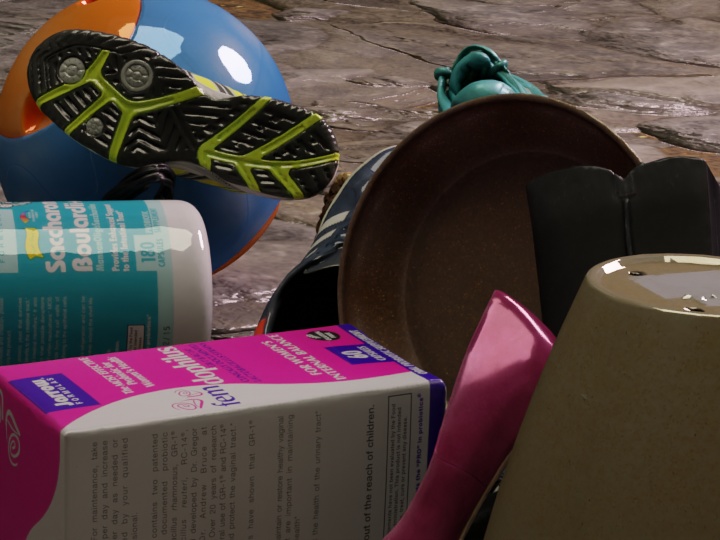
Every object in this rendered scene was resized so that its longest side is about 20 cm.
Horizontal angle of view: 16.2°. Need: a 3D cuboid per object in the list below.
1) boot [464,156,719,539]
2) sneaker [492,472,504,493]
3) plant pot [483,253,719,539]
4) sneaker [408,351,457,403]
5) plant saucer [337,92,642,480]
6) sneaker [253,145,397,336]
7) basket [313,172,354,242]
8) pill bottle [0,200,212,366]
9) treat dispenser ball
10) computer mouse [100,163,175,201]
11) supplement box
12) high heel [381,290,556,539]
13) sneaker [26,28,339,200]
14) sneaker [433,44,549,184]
[{"bbox_3d":[0.094,0.050,1.194,0.164,0.201,0.066,-2,-9,2],"label":"boot"},{"bbox_3d":[0.162,0.108,1.237,0.199,0.086,0.077,4,15,3],"label":"sneaker"},{"bbox_3d":[0.131,0.101,1.041,0.186,0.201,0.187,2,15,-1],"label":"plant pot"},{"bbox_3d":[0.097,0.035,1.411,0.114,0.075,0.200,23,60,32],"label":"sneaker"},{"bbox_3d":[0.081,0.010,1.323,0.199,0.202,0.037,13,1,32],"label":"plant saucer"},{"bbox_3d":[0.000,0.000,1.421,0.075,0.085,0.201,26,62,3],"label":"sneaker"},{"bbox_3d":[0.071,0.030,1.551,0.199,0.150,0.143,0,-17,-10],"label":"basket"},{"bbox_3d":[-0.190,0.015,1.464,0.199,0.112,0.111,-1,16,-14],"label":"pill bottle"},{"bbox_3d":[-0.142,-0.087,1.671,0.199,0.202,0.201,2,15,-1],"label":"treat dispenser ball"},{"bbox_3d":[-0.186,-0.022,1.546,0.199,0.034,0.058,-29,-37,30],"label":"computer mouse"},{"bbox_3d":[-0.070,0.096,1.212,0.199,0.104,0.101,-8,19,-28],"label":"supplement box"},{"bbox_3d":[0.016,0.096,1.121,0.199,0.096,0.067,-34,-6,-10],"label":"high heel"},{"bbox_3d":[-0.111,-0.085,1.542,0.199,0.076,0.076,23,-7,2],"label":"sneaker"},{"bbox_3d":[0.078,-0.093,1.453,0.077,0.080,0.200,-21,13,4],"label":"sneaker"}]
